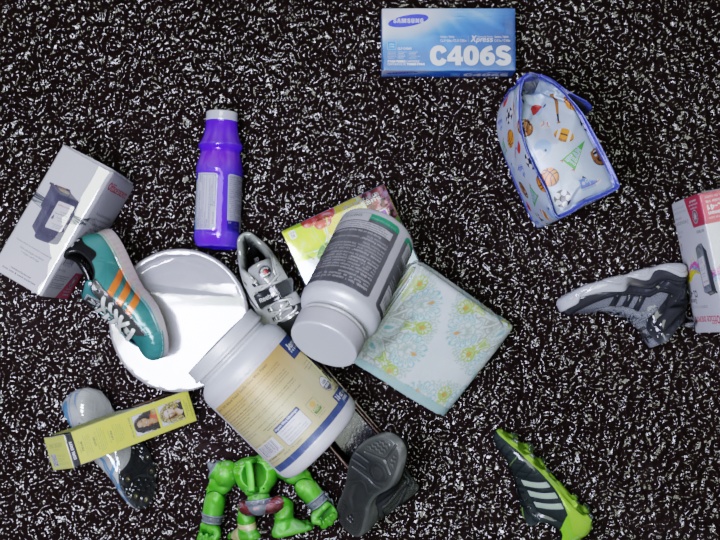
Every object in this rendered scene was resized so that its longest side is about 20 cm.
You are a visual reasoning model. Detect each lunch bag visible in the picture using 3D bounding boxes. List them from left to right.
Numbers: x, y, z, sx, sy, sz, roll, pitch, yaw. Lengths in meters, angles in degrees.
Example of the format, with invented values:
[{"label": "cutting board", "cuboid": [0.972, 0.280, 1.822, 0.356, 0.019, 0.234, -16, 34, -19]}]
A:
[{"label": "lunch bag", "cuboid": [0.270, -0.177, 1.614, 0.123, 0.170, 0.201, -27, 87, -5]}]

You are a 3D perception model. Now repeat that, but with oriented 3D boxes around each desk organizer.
[{"label": "desk organizer", "cuboid": [-0.054, 0.192, 1.640, 0.072, 0.077, 0.200, -41, 89, -2]}]

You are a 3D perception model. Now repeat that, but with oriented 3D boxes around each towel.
[{"label": "towel", "cuboid": [0.098, 0.098, 1.615, 0.200, 0.048, 0.171, 34, 102, -25]}]

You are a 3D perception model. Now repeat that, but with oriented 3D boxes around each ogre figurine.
[{"label": "ogre figurine", "cuboid": [-0.140, 0.323, 1.620, 0.199, 0.098, 0.121, -9, 91, 26]}]

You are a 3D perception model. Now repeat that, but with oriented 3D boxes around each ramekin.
[{"label": "ramekin", "cuboid": [-0.256, 0.071, 1.635, 0.201, 0.094, 0.204, 0, 88, 0]}]

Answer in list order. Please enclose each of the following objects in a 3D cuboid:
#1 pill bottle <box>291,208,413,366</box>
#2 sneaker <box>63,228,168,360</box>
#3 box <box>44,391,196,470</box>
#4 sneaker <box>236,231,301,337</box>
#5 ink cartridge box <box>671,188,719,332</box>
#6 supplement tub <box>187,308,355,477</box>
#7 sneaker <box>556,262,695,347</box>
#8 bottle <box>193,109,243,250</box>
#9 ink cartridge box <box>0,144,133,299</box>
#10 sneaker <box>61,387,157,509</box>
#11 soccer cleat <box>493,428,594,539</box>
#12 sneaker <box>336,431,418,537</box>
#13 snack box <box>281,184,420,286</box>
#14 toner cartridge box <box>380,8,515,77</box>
[{"label": "pill bottle", "cuboid": [-0.012, 0.022, 1.524, 0.113, 0.113, 0.200, 26, 56, 1]}, {"label": "sneaker", "cuboid": [-0.336, 0.042, 1.541, 0.080, 0.071, 0.201, -24, 78, -36]}, {"label": "box", "cuboid": [-0.335, 0.223, 1.586, 0.199, 0.075, 0.050, -18, 91, -40]}, {"label": "sneaker", "cuboid": [-0.130, 0.030, 1.603, 0.074, 0.089, 0.200, -31, 62, -5]}, {"label": "ink cartridge box", "cuboid": [0.522, -0.015, 1.621, 0.085, 0.148, 0.201, -9, 87, -1]}, {"label": "supplement tub", "cuboid": [-0.120, 0.164, 1.523, 0.144, 0.144, 0.200, -45, 94, -2]}, {"label": "sneaker", "cuboid": [0.393, 0.062, 1.651, 0.199, 0.075, 0.114, -14, 85, -4]}, {"label": "bottle", "cuboid": [-0.206, -0.132, 1.650, 0.065, 0.084, 0.201, 1, 88, 7]}, {"label": "ink cartridge box", "cuboid": [-0.420, -0.066, 1.613, 0.084, 0.145, 0.201, 30, 87, 2]}, {"label": "sneaker", "cuboid": [-0.364, 0.259, 1.647, 0.072, 0.072, 0.201, -37, 101, -41]}, {"label": "soccer cleat", "cuboid": [0.253, 0.319, 1.647, 0.081, 0.068, 0.200, -43, 89, 10]}, {"label": "sneaker", "cuboid": [0.038, 0.283, 1.600, 0.076, 0.200, 0.114, 37, 43, 23]}, {"label": "snack box", "cuboid": [0.000, 0.000, 1.655, 0.168, 0.068, 0.201, -25, 90, -3]}, {"label": "toner cartridge box", "cuboid": [0.130, -0.339, 1.683, 0.199, 0.043, 0.096, -1, 86, 0]}]
